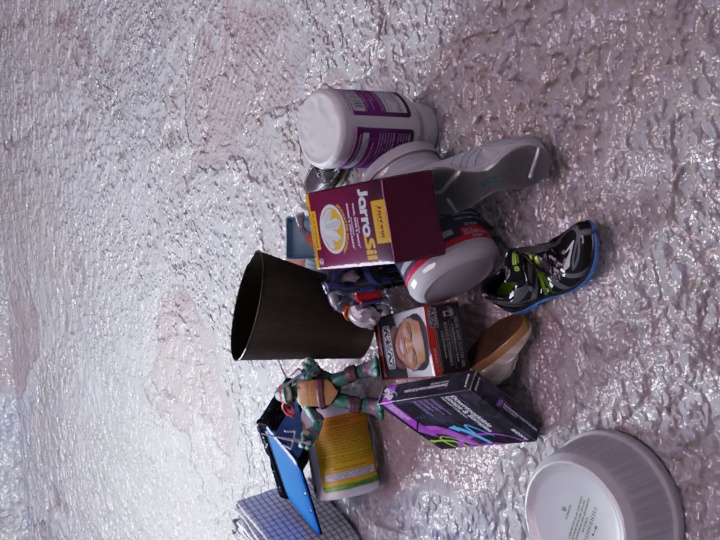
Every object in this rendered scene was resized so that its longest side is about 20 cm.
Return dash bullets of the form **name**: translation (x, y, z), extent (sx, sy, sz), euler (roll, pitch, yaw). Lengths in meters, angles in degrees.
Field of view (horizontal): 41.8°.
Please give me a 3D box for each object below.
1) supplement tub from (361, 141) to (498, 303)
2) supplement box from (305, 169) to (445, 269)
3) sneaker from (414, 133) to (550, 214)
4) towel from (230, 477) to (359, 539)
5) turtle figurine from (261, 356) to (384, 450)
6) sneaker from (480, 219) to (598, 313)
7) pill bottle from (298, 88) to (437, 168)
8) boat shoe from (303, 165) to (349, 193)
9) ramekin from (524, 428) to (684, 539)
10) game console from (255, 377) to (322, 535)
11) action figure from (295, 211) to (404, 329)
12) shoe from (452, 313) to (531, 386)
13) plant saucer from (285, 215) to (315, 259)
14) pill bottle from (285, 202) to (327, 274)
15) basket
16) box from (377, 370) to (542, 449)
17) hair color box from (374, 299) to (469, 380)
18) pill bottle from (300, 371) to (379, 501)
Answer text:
- **supplement tub**: translation (0.096, -0.068, 1.347), extent (0.141, 0.139, 0.201), euler (-49, 58, 42)
- **supplement box**: translation (0.015, -0.064, 1.262), extent (0.199, 0.085, 0.112), euler (-4, 96, 57)
- **sneaker**: translation (0.155, -0.130, 1.263), extent (0.198, 0.080, 0.071), euler (-13, 115, 13)
- **towel**: translation (-0.119, 0.472, 1.669), extent (0.200, 0.164, 0.086), euler (34, 126, 44)
- **turtle figurine**: translation (-0.065, 0.194, 1.488), extent (0.101, 0.197, 0.151), euler (-90, -8, -67)
- **sneaker**: translation (0.232, -0.001, 1.227), extent (0.199, 0.082, 0.071), euler (-38, 47, 46)
- **pill bottle**: translation (0.016, -0.207, 1.382), extent (0.112, 0.198, 0.114), euler (8, 100, 50)
- **boat shoe**: translation (-0.050, -0.187, 1.574), extent (0.200, 0.064, 0.074), euler (-45, 62, 45)
- **ramekin**: translation (0.295, 0.307, 1.184), extent (0.201, 0.093, 0.205), euler (9, 101, 51)
- **game console**: translation (-0.096, 0.316, 1.610), extent (0.117, 0.171, 0.202), euler (10, 133, 24)
- **action figure**: translation (0.000, 0.000, 1.436), extent (0.105, 0.198, 0.195), euler (-45, 54, 46)
- **shoe**: translation (0.184, 0.130, 1.340), extent (0.200, 0.053, 0.070), euler (-47, 18, 40)
- **plant saucer**: translation (-0.022, -0.053, 1.503), extent (0.197, 0.019, 0.071), euler (0, 90, 11)
- **pill bottle**: translation (-0.072, -0.008, 1.589), extent (0.112, 0.111, 0.202), euler (25, 113, 47)
- **basket**: translation (-0.086, 0.071, 1.482), extent (0.136, 0.198, 0.182), euler (-120, 46, -59)
- **box**: translation (0.138, 0.202, 1.338), extent (0.199, 0.143, 0.036), euler (-20, 39, 50)
- **hair color box**: translation (0.086, 0.107, 1.404), extent (0.200, 0.061, 0.103), euler (157, 105, -67)
- **pill bottle**: translation (-0.039, 0.275, 1.584), extent (0.111, 0.110, 0.202), euler (-19, 80, 50)
